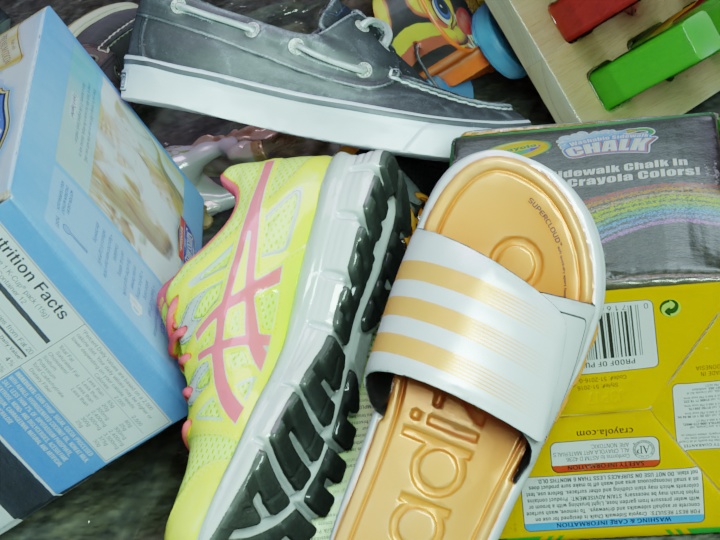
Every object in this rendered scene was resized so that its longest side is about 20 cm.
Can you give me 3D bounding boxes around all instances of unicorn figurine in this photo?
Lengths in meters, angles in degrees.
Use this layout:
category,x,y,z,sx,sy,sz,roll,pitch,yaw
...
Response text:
category,x,y,z,sx,sy,sz,roll,pitch,yaw
unicorn figurine,-0.120,-0.028,1.189,0.137,0.074,0.200,2,13,36

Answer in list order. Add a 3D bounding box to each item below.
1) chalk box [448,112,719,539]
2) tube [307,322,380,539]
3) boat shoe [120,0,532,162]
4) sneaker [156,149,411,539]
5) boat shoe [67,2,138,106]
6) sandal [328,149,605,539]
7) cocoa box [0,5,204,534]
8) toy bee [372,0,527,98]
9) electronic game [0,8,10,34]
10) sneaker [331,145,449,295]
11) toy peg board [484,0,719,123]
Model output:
category,x,y,z,sx,sy,sz,roll,pitch,yaw
chalk box,0.103,0.012,0.996,0.124,0.124,0.200,-4,27,8
tube,-0.013,0.047,0.984,0.058,0.052,0.200,-35,48,32
boat shoe,-0.011,-0.094,1.077,0.199,0.068,0.072,11,3,-1
sneaker,-0.047,0.038,0.932,0.090,0.078,0.200,10,61,20
boat shoe,-0.162,-0.087,1.302,0.065,0.072,0.200,15,38,26
sandal,0.036,0.056,0.856,0.079,0.207,0.059,17,-1,8
cocoa box,-0.158,-0.001,1.022,0.131,0.133,0.200,-31,26,14
toy bee,0.053,-0.146,1.292,0.131,0.109,0.200,-32,8,11
electronic game,-0.256,-0.064,1.199,0.200,0.042,0.200,-45,8,8
sneaker,0.000,0.000,1.098,0.077,0.078,0.200,15,45,35
toy peg board,0.164,-0.193,1.260,0.200,0.199,0.098,-32,2,-39
